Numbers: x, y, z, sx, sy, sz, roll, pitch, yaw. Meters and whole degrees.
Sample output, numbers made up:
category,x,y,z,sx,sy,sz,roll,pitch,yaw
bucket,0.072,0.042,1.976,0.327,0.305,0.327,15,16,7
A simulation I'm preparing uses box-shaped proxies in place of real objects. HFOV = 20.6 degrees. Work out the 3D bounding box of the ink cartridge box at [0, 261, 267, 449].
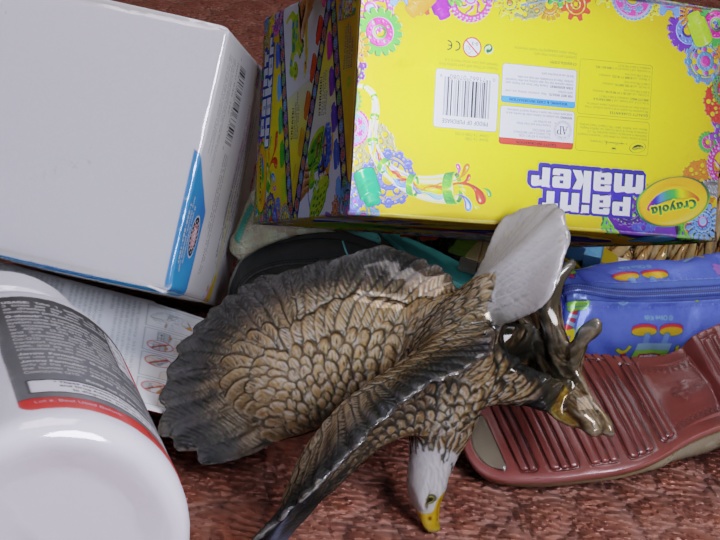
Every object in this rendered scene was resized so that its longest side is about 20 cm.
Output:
category,x,y,z,sx,sy,sz,roll,pitch,yaw
ink cartridge box,-0.150,0.055,1.062,0.199,0.048,0.160,16,17,-8

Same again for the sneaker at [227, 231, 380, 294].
category,x,y,z,sx,sy,sz,roll,pitch,yaw
sneaker,0.017,0.034,1.111,0.199,0.076,0.079,14,25,9

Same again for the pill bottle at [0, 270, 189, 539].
category,x,y,z,sx,sy,sz,roll,pitch,yaw
pill bottle,-0.148,0.077,0.865,0.115,0.117,0.200,1,20,-18

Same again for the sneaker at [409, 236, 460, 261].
category,x,y,z,sx,sy,sz,roll,pitch,yaw
sneaker,0.017,-0.024,1.315,0.199,0.078,0.082,15,41,20

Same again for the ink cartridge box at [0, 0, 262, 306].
category,x,y,z,sx,sy,sz,roll,pitch,yaw
ink cartridge box,-0.143,-0.066,1.141,0.144,0.148,0.200,12,-3,6

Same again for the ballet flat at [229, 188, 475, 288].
category,x,y,z,sx,sy,sz,roll,pitch,yaw
ballet flat,0.000,0.000,1.214,0.199,0.063,0.067,26,15,-36

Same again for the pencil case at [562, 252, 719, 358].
category,x,y,z,sx,sy,sz,roll,pitch,yaw
pencil case,0.183,0.025,1.193,0.199,0.087,0.078,-1,60,-21

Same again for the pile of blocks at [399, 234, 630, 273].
category,x,y,z,sx,sy,sz,roll,pitch,yaw
pile of blocks,0.097,-0.013,1.214,0.199,0.063,0.082,27,-25,-29

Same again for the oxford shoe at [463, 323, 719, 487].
category,x,y,z,sx,sy,sz,roll,pitch,yaw
oxford shoe,0.146,0.085,1.062,0.199,0.075,0.071,-12,61,-15

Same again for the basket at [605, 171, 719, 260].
category,x,y,z,sx,sy,sz,roll,pitch,yaw
basket,0.223,-0.058,1.356,0.148,0.144,0.200,16,20,21

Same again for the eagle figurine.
category,x,y,z,sx,sy,sz,roll,pitch,yaw
eagle figurine,0.016,0.058,0.943,0.199,0.152,0.152,-4,-17,-19

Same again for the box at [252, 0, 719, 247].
category,x,y,z,sx,sy,sz,roll,pitch,yaw
box,0.063,-0.080,1.064,0.199,0.123,0.193,4,-1,-17
